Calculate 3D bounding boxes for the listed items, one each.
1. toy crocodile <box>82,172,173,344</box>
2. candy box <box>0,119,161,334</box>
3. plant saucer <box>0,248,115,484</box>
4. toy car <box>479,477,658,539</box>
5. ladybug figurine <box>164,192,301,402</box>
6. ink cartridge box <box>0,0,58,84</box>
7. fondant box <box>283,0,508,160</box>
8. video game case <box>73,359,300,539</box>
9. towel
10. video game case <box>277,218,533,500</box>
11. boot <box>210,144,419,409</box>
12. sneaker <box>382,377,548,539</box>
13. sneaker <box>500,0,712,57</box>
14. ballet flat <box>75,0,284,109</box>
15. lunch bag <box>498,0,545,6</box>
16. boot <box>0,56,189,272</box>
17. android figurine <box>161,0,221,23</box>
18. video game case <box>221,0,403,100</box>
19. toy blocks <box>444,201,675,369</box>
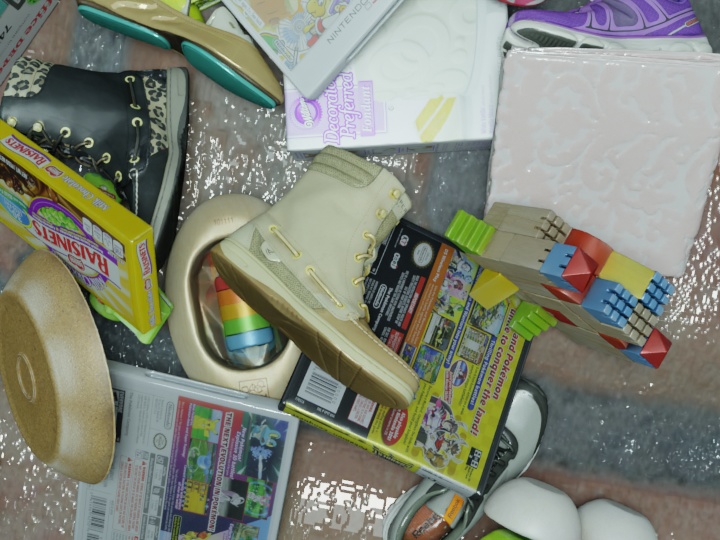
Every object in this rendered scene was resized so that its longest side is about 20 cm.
[{"bbox_3d":[-0.228,-0.020,0.821,0.068,0.062,0.200,-48,66,23],"label":"toy crocodile"},{"bbox_3d":[-0.234,-0.039,0.753,0.199,0.103,0.026,33,53,25],"label":"candy box"},{"bbox_3d":[-0.261,0.085,0.785,0.035,0.199,0.202,-14,89,-36],"label":"plant saucer"},{"bbox_3d":[0.172,0.278,0.769,0.199,0.150,0.177,20,91,-24],"label":"toy car"},{"bbox_3d":[-0.099,0.034,0.833,0.134,0.072,0.202,-8,89,1],"label":"ladybug figurine"},{"bbox_3d":[-0.361,-0.254,0.780,0.145,0.200,0.147,36,91,0],"label":"ink cartridge box"},{"bbox_3d":[0.031,-0.178,0.838,0.198,0.058,0.146,-3,89,3],"label":"fondant box"},{"bbox_3d":[-0.154,0.185,0.825,0.180,0.023,0.202,13,112,2],"label":"video game case"},{"bbox_3d":[0.202,-0.089,0.798,0.189,0.032,0.202,5,125,2],"label":"towel"},{"bbox_3d":[0.050,0.064,0.805,0.179,0.026,0.201,25,65,-4],"label":"video game case"},{"bbox_3d":[0.000,0.000,0.763,0.199,0.073,0.155,37,67,16],"label":"boot"},{"bbox_3d":[0.096,0.181,0.824,0.074,0.079,0.201,39,90,3],"label":"sneaker"},{"bbox_3d":[0.206,-0.206,0.817,0.198,0.081,0.084,-4,75,-24],"label":"sneaker"},{"bbox_3d":[-0.145,-0.208,0.807,0.199,0.069,0.063,27,83,-1],"label":"ballet flat"},{"bbox_3d":[0.110,-0.332,0.805,0.199,0.082,0.177,28,66,12],"label":"lunch bag"},{"bbox_3d":[-0.225,-0.094,0.797,0.152,0.074,0.205,6,59,-10],"label":"boot"},{"bbox_3d":[-0.158,-0.302,0.854,0.181,0.041,0.202,-23,91,2],"label":"android figurine"},{"bbox_3d":[-0.046,-0.276,0.777,0.182,0.023,0.200,-44,81,23],"label":"video game case"},{"bbox_3d":[0.180,0.014,0.751,0.199,0.136,0.100,36,82,-28],"label":"toy blocks"}]
